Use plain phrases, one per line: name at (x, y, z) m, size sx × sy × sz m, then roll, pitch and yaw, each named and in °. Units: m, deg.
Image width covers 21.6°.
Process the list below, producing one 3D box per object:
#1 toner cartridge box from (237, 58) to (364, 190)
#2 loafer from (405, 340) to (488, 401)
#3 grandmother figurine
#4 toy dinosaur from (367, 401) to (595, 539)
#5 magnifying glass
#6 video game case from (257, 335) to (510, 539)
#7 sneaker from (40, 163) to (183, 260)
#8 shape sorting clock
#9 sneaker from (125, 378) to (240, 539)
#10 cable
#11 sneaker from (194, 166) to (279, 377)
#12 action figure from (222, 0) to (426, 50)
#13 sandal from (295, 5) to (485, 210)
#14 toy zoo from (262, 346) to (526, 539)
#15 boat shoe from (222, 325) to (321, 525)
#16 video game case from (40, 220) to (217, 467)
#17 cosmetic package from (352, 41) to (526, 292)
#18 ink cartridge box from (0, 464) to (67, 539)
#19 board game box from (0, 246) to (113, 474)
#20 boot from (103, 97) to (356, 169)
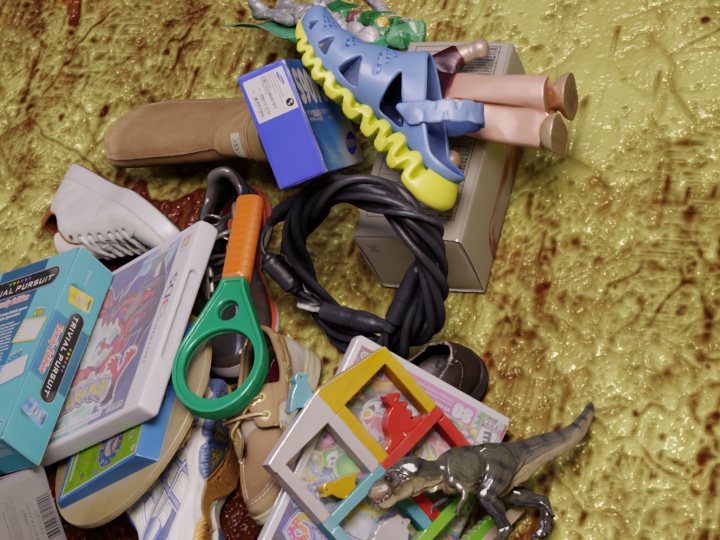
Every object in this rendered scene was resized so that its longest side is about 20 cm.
toner cartridge box at (-0.045, -0.122, 1.545) m, size 0.043 × 0.200 × 0.096 m, roll -20°, pitch 93°, yaw 10°
loafer at (0.009, 0.118, 1.517) m, size 0.200 × 0.071 × 0.073 m, roll -40°, pitch 53°, yaw -5°
grandmother figurine at (0.076, -0.142, 1.552) m, size 0.198 × 0.061 × 0.122 m, roll 7°, pitch 53°, yaw 24°
toy dinosaur at (0.108, 0.164, 1.426) m, size 0.199 × 0.047 × 0.089 m, roll -14°, pitch 80°, yaw -23°
magnifying glass at (-0.104, 0.028, 1.530) m, size 0.079 × 0.022 × 0.202 m, roll -4°, pitch 60°, yaw 21°
video game case at (0.015, 0.171, 1.447) m, size 0.201 × 0.143 × 0.018 m, roll -64°, pitch 13°, yaw -15°
sneaker at (-0.223, -0.030, 1.713) m, size 0.199 × 0.073 × 0.085 m, roll 23°, pitch 76°, yaw 51°
shape sorting clock at (-0.190, 0.125, 1.583) m, size 0.200 × 0.039 × 0.201 m, roll -42°, pitch 29°, yaw 30°
sneaker at (-0.152, 0.180, 1.548) m, size 0.087 × 0.075 × 0.201 m, roll -4°, pitch 58°, yaw 22°
cable at (0.000, 0.000, 1.525) m, size 0.051 × 0.164 × 0.200 m, roll -33°, pitch 4°, yaw -39°
sneaker at (-0.121, -0.003, 1.644) m, size 0.076 × 0.082 × 0.201 m, roll -15°, pitch 55°, yaw 14°
action figure at (-0.016, -0.227, 1.712) m, size 0.199 × 0.055 × 0.118 m, roll 17°, pitch 29°, yaw 39°
sandal at (0.029, -0.144, 1.509) m, size 0.087 × 0.079 × 0.200 m, roll -46°, pitch 76°, yaw 13°
toy zoo at (0.017, 0.152, 1.430) m, size 0.131 × 0.020 × 0.200 m, roll -43°, pitch 97°, yaw -19°
boat shoe at (-0.078, 0.121, 1.518) m, size 0.074 × 0.066 × 0.201 m, roll -40°, pitch 25°, yaw 23°
video game case at (-0.206, 0.065, 1.607) m, size 0.199 × 0.023 × 0.183 m, roll -27°, pitch 39°, yaw 48°
cosmetic package at (0.074, -0.090, 1.610) m, size 0.103 × 0.087 × 0.201 m, roll 5°, pitch 61°, yaw 25°
ink cartridge box at (-0.365, 0.238, 1.534) m, size 0.198 × 0.176 × 0.085 m, roll -18°, pitch 90°, yaw 13°
board game box at (-0.310, 0.086, 1.650) m, size 0.150 × 0.047 × 0.201 m, roll -16°, pitch 44°, yaw 39°
boot at (-0.113, -0.146, 1.734) m, size 0.199 × 0.067 × 0.175 m, roll 0°, pitch 22°, yaw 43°
